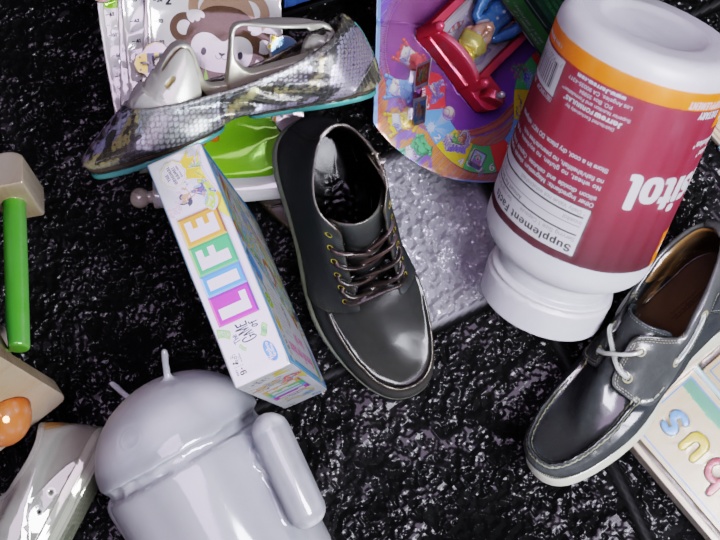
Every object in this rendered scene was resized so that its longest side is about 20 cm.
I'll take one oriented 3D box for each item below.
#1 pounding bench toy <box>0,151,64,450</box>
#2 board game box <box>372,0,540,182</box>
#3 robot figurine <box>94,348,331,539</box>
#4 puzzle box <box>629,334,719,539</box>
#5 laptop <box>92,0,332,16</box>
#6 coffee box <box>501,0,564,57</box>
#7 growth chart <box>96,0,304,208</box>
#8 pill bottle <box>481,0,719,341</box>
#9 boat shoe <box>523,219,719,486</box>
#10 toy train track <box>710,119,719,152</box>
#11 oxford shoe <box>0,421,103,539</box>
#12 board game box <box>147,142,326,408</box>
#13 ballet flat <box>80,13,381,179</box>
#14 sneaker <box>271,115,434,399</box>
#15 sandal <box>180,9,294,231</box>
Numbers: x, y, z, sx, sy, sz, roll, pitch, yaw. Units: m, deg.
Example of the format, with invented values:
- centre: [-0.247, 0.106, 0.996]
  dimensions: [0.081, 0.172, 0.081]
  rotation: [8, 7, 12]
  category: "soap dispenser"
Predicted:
- centre: [-0.262, 0.036, 0.801]
  dimensions: [0.199, 0.124, 0.156]
  rotation: [-38, 66, -2]
  category: "pounding bench toy"
- centre: [0.089, -0.160, 0.825]
  dimensions: [0.156, 0.039, 0.202]
  rotation: [2, 91, -21]
  category: "board game box"
- centre: [-0.094, 0.148, 0.784]
  dimensions: [0.169, 0.113, 0.201]
  rotation: [-29, 90, 32]
  category: "robot figurine"
- centre: [0.278, 0.137, 0.810]
  dimensions: [0.133, 0.025, 0.200]
  rotation: [-41, 80, -2]
  category: "puzzle box"
- centre: [-0.082, -0.277, 0.863]
  dimensions: [0.198, 0.103, 0.179]
  rotation: [4, 80, -12]
  category: "laptop"
- centre: [0.164, -0.241, 0.806]
  dimensions: [0.200, 0.044, 0.123]
  rotation: [-48, 115, -12]
  category: "coffee box"
- centre: [-0.108, -0.137, 0.827]
  dimensions: [0.143, 0.018, 0.202]
  rotation: [-13, 96, -2]
  category: "growth chart"
- centre: [0.145, -0.061, 0.770]
  dimensions: [0.112, 0.113, 0.201]
  rotation: [22, 122, 8]
  category: "pill bottle"
- centre: [0.174, 0.052, 0.802]
  dimensions: [0.200, 0.068, 0.072]
  rotation: [-46, 49, -5]
  category: "boat shoe"
- centre: [0.292, -0.049, 0.836]
  dimensions: [0.114, 0.033, 0.200]
  rotation: [-39, 79, -2]
  category: "toy train track"
- centre: [-0.231, 0.187, 0.817]
  dimensions: [0.057, 0.075, 0.201]
  rotation: [26, 76, 2]
  category: "oxford shoe"
- centre: [-0.071, 0.012, 0.769]
  dimensions: [0.034, 0.200, 0.135]
  rotation: [-24, 79, 0]
  category: "board game box"
- centre: [-0.087, -0.119, 0.784]
  dimensions: [0.199, 0.072, 0.073]
  rotation: [-18, 80, -7]
  category: "ballet flat"
- centre: [0.000, 0.000, 0.790]
  dimensions: [0.074, 0.106, 0.201]
  rotation: [-26, 101, -8]
  category: "sneaker"
- centre: [-0.075, -0.103, 0.867]
  dimensions: [0.200, 0.055, 0.082]
  rotation: [44, 92, -5]
  category: "sandal"
